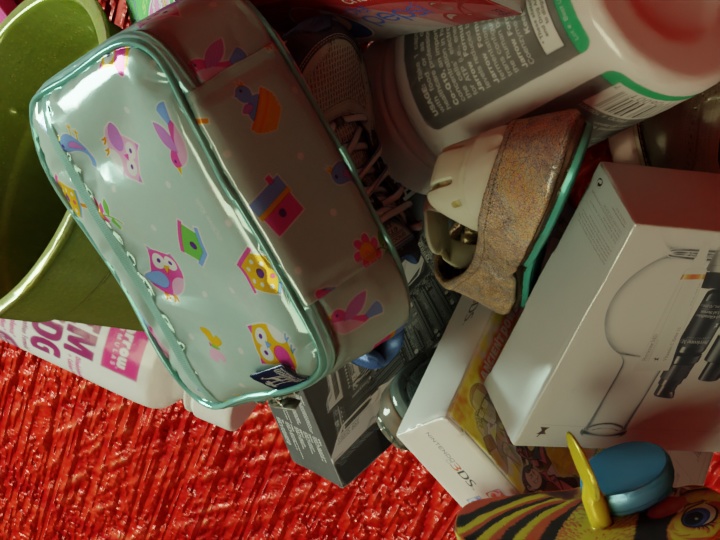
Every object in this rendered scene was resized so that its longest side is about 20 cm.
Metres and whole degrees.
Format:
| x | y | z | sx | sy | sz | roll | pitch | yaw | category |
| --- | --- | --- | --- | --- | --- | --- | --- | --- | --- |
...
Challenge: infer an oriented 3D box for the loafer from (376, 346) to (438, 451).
| x | y | z | sx | sy | sz | roll | pitch | yaw | category |
| --- | --- | --- | --- | --- | --- | --- | --- | --- | --- |
| 0.069 | 0.082 | 1.207 | 0.063 | 0.200 | 0.072 | -46 | 71 | 31 | loafer |

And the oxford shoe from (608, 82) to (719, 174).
| x | y | z | sx | sy | sz | roll | pitch | yaw | category |
| --- | --- | --- | --- | --- | --- | --- | --- | --- | --- |
| 0.197 | -0.018 | 1.115 | 0.074 | 0.071 | 0.200 | -6 | 128 | 34 | oxford shoe |

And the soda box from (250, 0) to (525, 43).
| x | y | z | sx | sy | sz | roll | pitch | yaw | category |
| --- | --- | --- | --- | --- | --- | --- | --- | --- | --- |
| 0.008 | -0.158 | 1.032 | 0.063 | 0.070 | 0.200 | 17 | 171 | -30 | soda box |

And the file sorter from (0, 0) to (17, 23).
| x | y | z | sx | sy | sz | roll | pitch | yaw | category |
| --- | --- | --- | --- | --- | --- | --- | --- | --- | --- |
| -0.335 | -0.144 | 1.294 | 0.200 | 0.126 | 0.139 | -11 | 125 | 41 | file sorter |

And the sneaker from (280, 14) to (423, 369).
| x | y | z | sx | sy | sz | roll | pitch | yaw | category |
| --- | --- | --- | --- | --- | --- | --- | --- | --- | --- |
| -0.004 | -0.035 | 1.060 | 0.085 | 0.077 | 0.200 | 32 | 140 | 39 | sneaker |

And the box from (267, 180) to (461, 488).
| x | y | z | sx | sy | sz | roll | pitch | yaw | category |
| --- | --- | --- | --- | --- | --- | --- | --- | --- | --- |
| 0.000 | 0.000 | 1.192 | 0.050 | 0.158 | 0.200 | 23 | 145 | 42 | box |

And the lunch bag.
| x | y | z | sx | sy | sz | roll | pitch | yaw | category |
| --- | --- | --- | --- | --- | --- | --- | --- | --- | --- |
| -0.073 | -0.026 | 1.021 | 0.160 | 0.077 | 0.200 | -19 | 102 | 53 | lunch bag |

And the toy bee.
| x | y | z | sx | sy | sz | roll | pitch | yaw | category |
| --- | --- | --- | --- | --- | --- | --- | --- | --- | --- |
| 0.140 | 0.129 | 1.014 | 0.200 | 0.109 | 0.131 | -35 | 108 | 21 | toy bee |

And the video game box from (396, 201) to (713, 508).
| x | y | z | sx | sy | sz | roll | pitch | yaw | category |
| --- | --- | --- | --- | --- | --- | --- | --- | --- | --- |
| 0.120 | 0.081 | 1.164 | 0.047 | 0.200 | 0.182 | -23 | 116 | 38 | video game box |

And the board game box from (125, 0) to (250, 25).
| x | y | z | sx | sy | sz | roll | pitch | yaw | category |
| --- | --- | --- | --- | --- | --- | --- | --- | --- | --- |
| -0.087 | -0.201 | 1.054 | 0.040 | 0.153 | 0.200 | -4 | 143 | -18 | board game box |

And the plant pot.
| x | y | z | sx | sy | sz | roll | pitch | yaw | category |
| --- | --- | --- | --- | --- | --- | --- | --- | --- | --- |
| -0.122 | -0.039 | 1.206 | 0.190 | 0.201 | 0.200 | 20 | 151 | -34 | plant pot |

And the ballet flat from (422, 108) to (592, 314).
| x | y | z | sx | sy | sz | roll | pitch | yaw | category |
| --- | --- | --- | --- | --- | --- | --- | --- | --- | --- |
| 0.064 | -0.029 | 1.024 | 0.067 | 0.068 | 0.200 | 20 | 157 | 4 | ballet flat |

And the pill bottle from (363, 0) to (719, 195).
| x | y | z | sx | sy | sz | roll | pitch | yaw | category |
| --- | --- | --- | --- | --- | --- | --- | --- | --- | --- |
| 0.088 | -0.111 | 1.049 | 0.113 | 0.113 | 0.200 | 45 | 144 | -16 | pill bottle |

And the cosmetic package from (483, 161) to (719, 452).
| x | y | z | sx | sy | sz | roll | pitch | yaw | category |
| --- | --- | --- | --- | --- | --- | --- | --- | --- | --- |
| 0.183 | 0.025 | 1.069 | 0.200 | 0.052 | 0.151 | 4 | 132 | -26 | cosmetic package |

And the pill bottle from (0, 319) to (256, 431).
| x | y | z | sx | sy | sz | roll | pitch | yaw | category |
| --- | --- | --- | --- | --- | --- | --- | --- | --- | --- |
| -0.152 | 0.021 | 1.355 | 0.200 | 0.113 | 0.113 | 24 | 141 | 10 | pill bottle |
